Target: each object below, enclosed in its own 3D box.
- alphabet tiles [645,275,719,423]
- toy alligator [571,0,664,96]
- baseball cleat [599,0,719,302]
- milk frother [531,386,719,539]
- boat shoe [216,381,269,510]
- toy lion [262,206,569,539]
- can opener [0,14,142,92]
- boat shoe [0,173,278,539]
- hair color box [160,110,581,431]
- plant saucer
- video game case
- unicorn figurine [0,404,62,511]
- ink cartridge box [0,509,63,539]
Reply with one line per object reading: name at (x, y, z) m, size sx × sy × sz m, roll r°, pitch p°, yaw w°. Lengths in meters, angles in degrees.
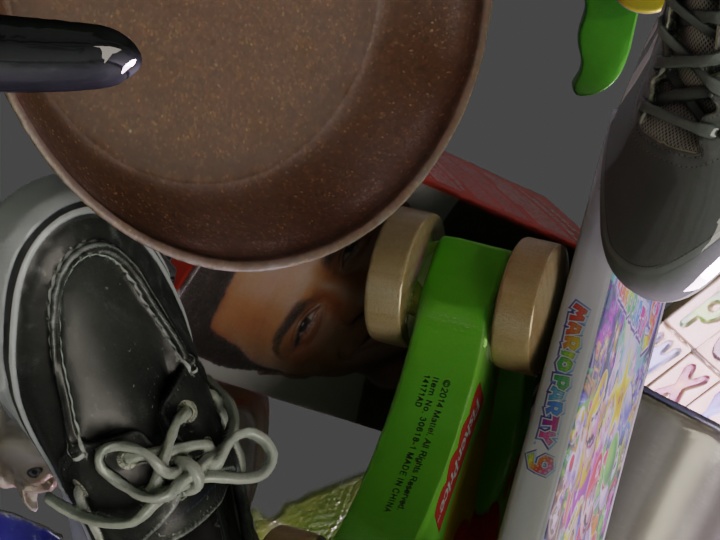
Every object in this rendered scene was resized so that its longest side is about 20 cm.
alphabet tiles at (0.222, 0.031, 1.058) m, size 0.167 × 0.008 × 0.200 m, roll -39°, pitch 139°, yaw 12°
toy alligator at (0.120, -0.159, 0.831) m, size 0.054 × 0.059 × 0.201 m, roll 32°, pitch 102°, yaw -6°
baseball cleat at (0.108, -0.092, 0.704) m, size 0.106 × 0.070 × 0.201 m, roll 19°, pitch 94°, yaw -49°
milk frother at (0.099, 0.147, 0.993) m, size 0.180 × 0.200 × 0.189 m, roll 28°, pitch 89°, yaw -18°
boat shoe at (-0.075, 0.125, 0.881) m, size 0.072 × 0.066 × 0.201 m, roll 5°, pitch 118°, yaw -40°
toy lion at (0.023, 0.107, 0.809) m, size 0.192 × 0.068 × 0.201 m, roll 73°, pitch 34°, yaw -59°
can opener at (-0.155, -0.076, 0.618) m, size 0.198 × 0.064 × 0.079 m, roll -4°, pitch 173°, yaw 6°
boat shoe at (-0.070, 0.062, 0.738) m, size 0.073 × 0.068 × 0.201 m, roll -29°, pitch 127°, yaw -30°
hair color box at (0.000, 0.000, 0.848) m, size 0.199 × 0.061 × 0.102 m, roll 20°, pitch 109°, yaw -44°
plant saucer at (-0.043, -0.101, 0.709) m, size 0.199 × 0.037 × 0.202 m, roll -2°, pitch 92°, yaw -38°
video game case at (0.081, 0.057, 0.816) m, size 0.143 × 0.018 × 0.202 m, roll 43°, pitch 61°, yaw -72°
unicorn figurine at (-0.158, 0.030, 0.748) m, size 0.198 × 0.074 × 0.138 m, roll -1°, pitch 133°, yaw -22°
ink cartridge box at (-0.227, 0.126, 0.733) m, size 0.199 × 0.041 × 0.199 m, roll -42°, pitch 136°, yaw 22°
